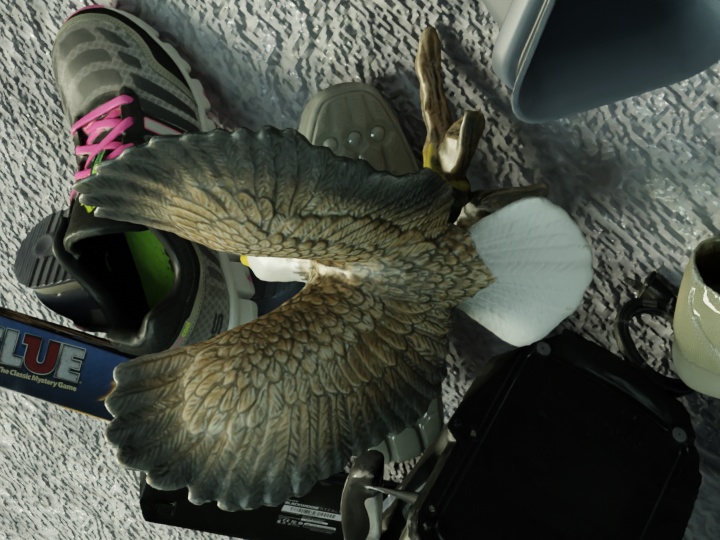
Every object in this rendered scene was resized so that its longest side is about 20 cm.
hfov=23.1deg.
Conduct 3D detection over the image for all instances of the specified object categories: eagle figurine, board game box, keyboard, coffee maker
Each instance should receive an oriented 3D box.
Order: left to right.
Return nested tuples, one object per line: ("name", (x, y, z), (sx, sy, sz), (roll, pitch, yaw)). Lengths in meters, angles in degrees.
("board game box", (-0.147, 0.054, 0.959), (0.134, 0.035, 0.200), (18, 177, -9))
("keyboard", (-0.030, 0.132, 1.016), (0.198, 0.040, 0.104), (13, 138, -11))
("eagle figurine", (-0.015, 0.001, 0.770), (0.152, 0.199, 0.151), (55, 134, 8))
("coffee maker", (0.077, 0.131, 0.853), (0.135, 0.191, 0.200), (52, 149, 14))

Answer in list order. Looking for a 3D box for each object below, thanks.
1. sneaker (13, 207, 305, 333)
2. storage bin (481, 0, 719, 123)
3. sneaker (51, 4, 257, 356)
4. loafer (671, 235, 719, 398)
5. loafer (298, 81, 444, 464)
("sneaker", (-0.097, 0.005, 0.988), (0.199, 0.071, 0.082), (4, 150, 35))
("storage bin", (0.097, -0.178, 0.618), (0.135, 0.145, 0.201), (56, 147, 25))
("sneaker", (-0.117, -0.042, 0.885), (0.073, 0.087, 0.201), (-22, 83, 29))
("loafer", (0.216, 0.027, 0.738), (0.199, 0.076, 0.069), (5, 135, 36))
("loafer", (0.000, 0.000, 0.890), (0.070, 0.069, 0.202), (-128, 29, -65))
